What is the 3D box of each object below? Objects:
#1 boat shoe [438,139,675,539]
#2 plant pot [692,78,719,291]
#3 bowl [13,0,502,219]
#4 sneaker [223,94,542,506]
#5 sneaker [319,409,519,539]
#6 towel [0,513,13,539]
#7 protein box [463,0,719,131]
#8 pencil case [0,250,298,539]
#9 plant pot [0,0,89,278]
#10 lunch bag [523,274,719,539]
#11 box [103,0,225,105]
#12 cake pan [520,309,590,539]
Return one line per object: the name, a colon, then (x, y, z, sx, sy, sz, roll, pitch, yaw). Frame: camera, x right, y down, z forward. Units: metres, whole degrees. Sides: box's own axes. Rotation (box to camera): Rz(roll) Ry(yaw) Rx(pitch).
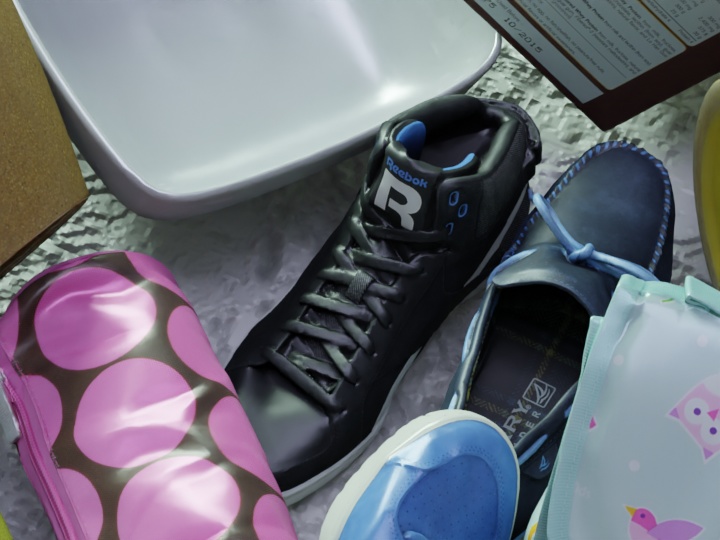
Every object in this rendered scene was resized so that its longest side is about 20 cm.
boat shoe: (0.085, 0.024, 1.057, 0.084, 0.069, 0.201, 16, 59, 8)
plant pot: (0.245, -0.032, 1.061, 0.187, 0.201, 0.202, -12, 59, -13)
bowl: (-0.062, -0.121, 1.149, 0.199, 0.075, 0.201, -24, 74, -23)
sneaker: (0.000, 0.000, 1.088, 0.073, 0.112, 0.200, 32, 62, 18)
sneaker: (0.015, 0.143, 0.911, 0.077, 0.111, 0.201, 39, 76, -23)
towel: (-0.149, 0.152, 0.961, 0.086, 0.018, 0.201, -24, 70, -11)
protein box: (0.147, -0.208, 1.139, 0.199, 0.135, 0.200, -27, 40, 33)
pencil case: (-0.084, 0.087, 1.024, 0.093, 0.091, 0.200, -1, 41, -31)
plant pot: (-0.207, -0.077, 1.056, 0.186, 0.186, 0.200, -41, 92, -24)
lunch bag: (0.143, 0.105, 0.923, 0.169, 0.201, 0.122, 18, 36, 8)
box: (-0.109, -0.171, 1.236, 0.142, 0.036, 0.201, 24, 62, 12)
cake pan: (0.123, 0.107, 1.070, 0.198, 0.037, 0.202, 1, 58, -1)
